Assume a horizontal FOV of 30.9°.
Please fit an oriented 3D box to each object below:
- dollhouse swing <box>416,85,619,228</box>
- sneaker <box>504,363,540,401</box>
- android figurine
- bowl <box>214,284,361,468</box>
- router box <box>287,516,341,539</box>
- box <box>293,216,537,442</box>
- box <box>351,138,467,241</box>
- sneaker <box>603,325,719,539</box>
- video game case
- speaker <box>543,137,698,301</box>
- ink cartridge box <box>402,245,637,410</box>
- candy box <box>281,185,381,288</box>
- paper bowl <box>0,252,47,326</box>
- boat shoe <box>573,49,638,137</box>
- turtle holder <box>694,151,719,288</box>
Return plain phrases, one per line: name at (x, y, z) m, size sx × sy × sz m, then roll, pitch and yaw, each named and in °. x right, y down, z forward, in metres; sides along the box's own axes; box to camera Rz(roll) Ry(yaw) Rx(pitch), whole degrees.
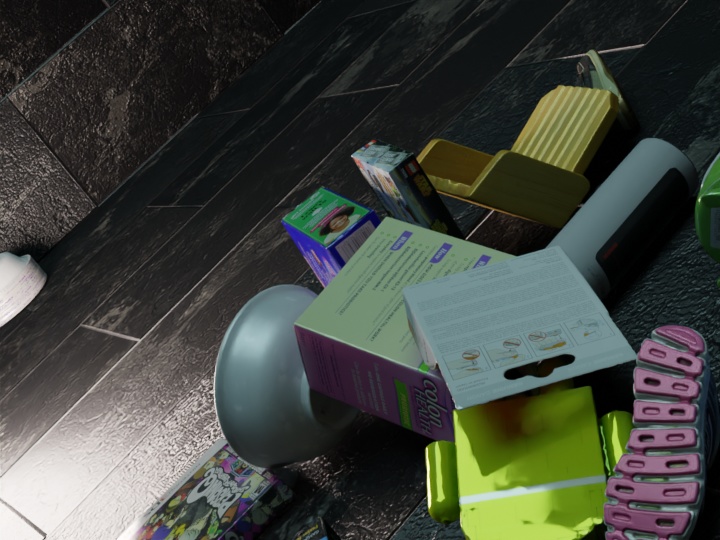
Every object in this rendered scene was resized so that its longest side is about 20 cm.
dollhouse swing at (0.181, -0.160, 1.574) m, size 0.200 × 0.180 × 0.178 m, roll 28°, pitch 101°, yaw 67°
sneaker at (0.124, 0.156, 1.159) m, size 0.075 × 0.077 × 0.201 m, roll -22°, pitch 27°, yaw 31°
android figurine at (0.141, 0.166, 1.072) m, size 0.180 × 0.041 × 0.202 m, roll -12°, pitch 50°, yaw 10°
bowl at (-0.055, 0.118, 1.391) m, size 0.090 × 0.202 × 0.202 m, roll 4°, pitch 44°, yaw 41°
router box at (-0.092, 0.332, 1.180) m, size 0.199 × 0.051 × 0.149 m, roll -36°, pitch 23°, yaw 5°
box at (0.067, 0.059, 1.295) m, size 0.198 × 0.097 × 0.176 m, roll 18°, pitch 49°, yaw 30°
box at (0.074, -0.053, 1.496) m, size 0.040 × 0.201 × 0.137 m, roll -36°, pitch 21°, yaw -8°
sneaker at (0.241, 0.148, 1.004) m, size 0.073 × 0.087 × 0.202 m, roll -1°, pitch 61°, yaw 31°
video game case at (-0.178, 0.280, 1.452) m, size 0.181 × 0.036 × 0.200 m, roll -44°, pitch 22°, yaw -14°
speaker at (0.259, -0.043, 1.342) m, size 0.200 × 0.081 × 0.081 m, roll -46°, pitch 22°, yaw -20°
ink cartridge box at (0.137, 0.060, 1.146) m, size 0.160 × 0.051 × 0.201 m, roll -15°, pitch 33°, yaw -5°
candy box at (0.000, 0.000, 1.552) m, size 0.077 × 0.170 × 0.200 m, roll -37°, pitch 21°, yaw -10°
paper bowl at (-0.795, 0.039, 2.861) m, size 0.200 × 0.105 × 0.201 m, roll -32°, pitch 20°, yaw 13°
boat shoe at (0.297, -0.225, 1.665) m, size 0.064 × 0.074 × 0.200 m, roll -28°, pitch 23°, yaw 10°
turtle holder at (0.381, -0.065, 1.106) m, size 0.184 × 0.141 × 0.132 m, roll -20°, pitch 26°, yaw 41°
